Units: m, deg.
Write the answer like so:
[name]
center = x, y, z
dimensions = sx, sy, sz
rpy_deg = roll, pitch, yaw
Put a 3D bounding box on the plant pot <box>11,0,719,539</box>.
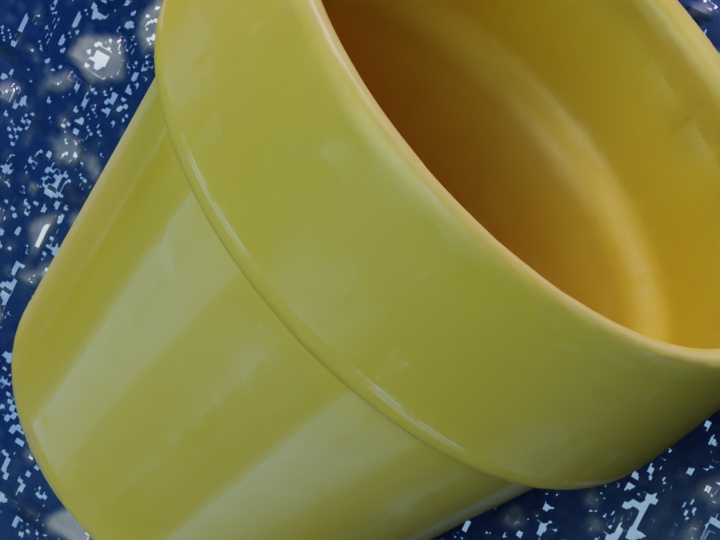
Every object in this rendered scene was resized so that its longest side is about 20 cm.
[plant pot]
center = 0.000, 0.000, 0.886
dimensions = 0.189, 0.200, 0.201
rpy_deg = -44, 67, 32
